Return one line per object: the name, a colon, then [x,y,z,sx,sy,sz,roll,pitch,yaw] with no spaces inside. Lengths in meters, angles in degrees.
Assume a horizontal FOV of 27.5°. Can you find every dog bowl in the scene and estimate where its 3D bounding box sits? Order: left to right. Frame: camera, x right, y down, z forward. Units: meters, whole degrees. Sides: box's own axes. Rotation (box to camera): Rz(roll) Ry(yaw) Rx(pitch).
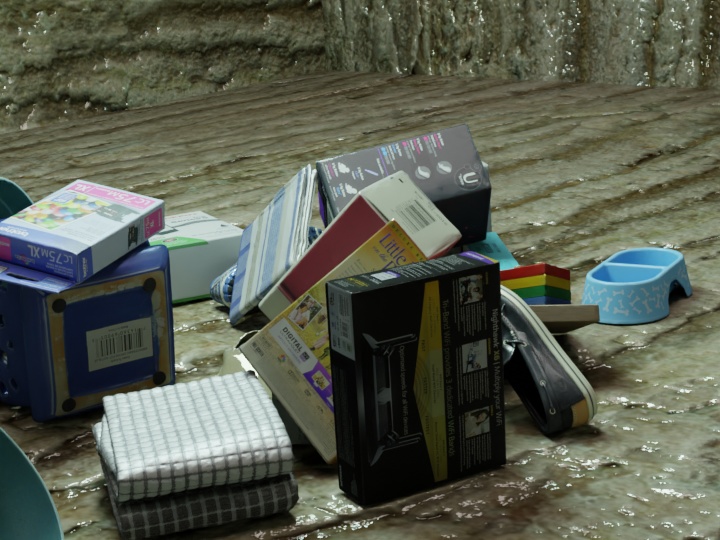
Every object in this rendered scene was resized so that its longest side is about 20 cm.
dog bowl: [0.348,0.016,1.854,0.111,0.050,0.200,5,18,30]

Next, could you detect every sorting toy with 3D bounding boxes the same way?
sorting toy: [0.150,0.032,1.656,0.198,0.070,0.199,-1,-6,-3]

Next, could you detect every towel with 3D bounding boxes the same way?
towel: [-0.155,0.171,1.347,0.164,0.086,0.200,-10,17,-13]
towel: [-0.110,-0.028,1.840,0.024,0.148,0.200,19,-31,-21]

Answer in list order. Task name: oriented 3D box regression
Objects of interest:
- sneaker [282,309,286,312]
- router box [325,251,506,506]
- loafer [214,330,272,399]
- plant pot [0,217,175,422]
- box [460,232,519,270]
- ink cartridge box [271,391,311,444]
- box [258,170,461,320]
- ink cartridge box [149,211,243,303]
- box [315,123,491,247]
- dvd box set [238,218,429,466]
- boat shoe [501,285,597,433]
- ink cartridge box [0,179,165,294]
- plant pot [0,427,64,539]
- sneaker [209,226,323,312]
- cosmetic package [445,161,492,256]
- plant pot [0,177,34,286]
sneaker: [0.018,0.035,1.477,0.198,0.082,0.074,-4,14,-5]
router box: [0.053,0.096,1.335,0.156,0.202,0.052,-11,17,-27]
loafer: [-0.121,0.117,1.562,0.075,0.069,0.200,-5,15,-2]
plant pot: [-0.312,0.051,1.636,0.199,0.202,0.179,-13,24,-31]
box: [0.164,0.014,1.851,0.049,0.083,0.200,-4,15,-3]
ink cartridge box: [0.016,0.115,1.503,0.198,0.084,0.147,-2,15,7]
box: [0.000,0.000,1.690,0.200,0.109,0.128,-47,-7,28]
ink cartridge box: [-0.254,-0.020,2.090,0.145,0.085,0.200,-11,16,-25]
box: [0.053,-0.087,1.835,0.198,0.123,0.107,-15,60,-7]
dvd box set: [0.002,0.068,1.417,0.200,0.147,0.029,-40,-15,-2]
boat shoe: [0.157,0.085,1.484,0.062,0.075,0.200,-26,58,-19]
ink cartridge box: [-0.309,-0.038,1.561,0.118,0.042,0.200,14,30,22]
plant pot: [-0.343,0.206,1.116,0.135,0.200,0.200,-39,6,17]
sneaker: [-0.124,-0.006,2.004,0.199,0.078,0.085,-25,14,-37]
cosmetic package: [0.065,-0.066,2.009,0.198,0.169,0.166,-7,14,-9]
plant pot: [-0.521,0.003,1.905,0.186,0.202,0.200,-16,11,15]
